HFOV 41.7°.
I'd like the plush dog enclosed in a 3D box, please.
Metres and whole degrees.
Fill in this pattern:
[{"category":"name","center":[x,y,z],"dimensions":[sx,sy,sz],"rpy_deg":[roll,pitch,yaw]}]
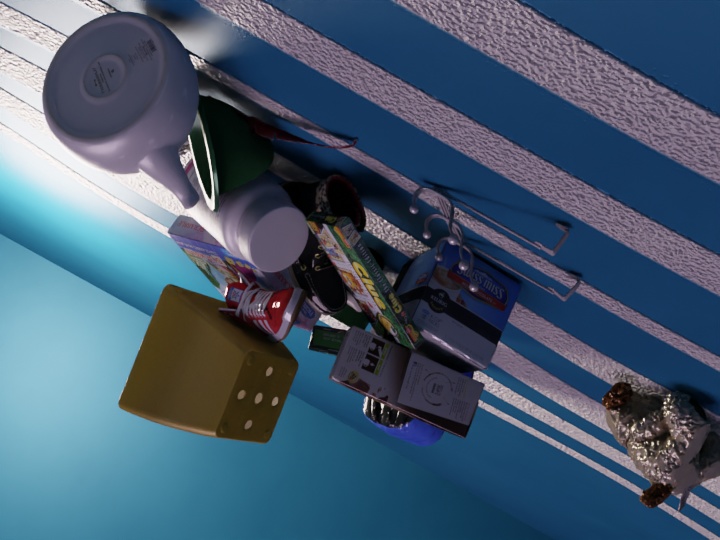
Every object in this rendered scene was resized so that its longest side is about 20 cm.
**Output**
[{"category":"plush dog","center":[0.446,0.255,1.451],"dimensions":[0.200,0.160,0.172],"rpy_deg":[44,-177,-41]}]

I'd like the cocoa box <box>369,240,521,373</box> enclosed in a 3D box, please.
[{"category":"cocoa box","center":[0.117,0.060,1.359],"dimensions":[0.132,0.133,0.200],"rpy_deg":[31,163,-9]}]

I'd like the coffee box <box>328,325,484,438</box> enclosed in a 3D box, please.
[{"category":"coffee box","center":[0.061,0.154,1.307],"dimensions":[0.197,0.081,0.113],"rpy_deg":[24,172,-1]}]

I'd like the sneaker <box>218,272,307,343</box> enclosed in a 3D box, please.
[{"category":"sneaker","center":[-0.145,0.047,1.375],"dimensions":[0.111,0.072,0.200],"rpy_deg":[31,160,-5]}]

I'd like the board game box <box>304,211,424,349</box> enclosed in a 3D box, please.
[{"category":"board game box","center":[0.005,0.012,1.236],"dimensions":[0.104,0.023,0.202],"rpy_deg":[11,137,60]}]

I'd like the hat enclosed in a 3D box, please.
[{"category":"hat","center":[-0.124,-0.170,1.222],"dimensions":[0.173,0.203,0.167],"rpy_deg":[-14,149,-15]}]

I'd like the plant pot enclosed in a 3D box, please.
[{"category":"plant pot","center":[-0.215,0.162,1.449],"dimensions":[0.174,0.203,0.199],"rpy_deg":[22,179,36]}]

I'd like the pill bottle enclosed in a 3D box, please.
[{"category":"pill bottle","center":[-0.162,-0.085,1.305],"dimensions":[0.199,0.114,0.113],"rpy_deg":[38,176,44]}]

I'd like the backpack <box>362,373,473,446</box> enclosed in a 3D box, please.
[{"category":"backpack","center":[0.114,0.216,1.719],"dimensions":[0.167,0.203,0.161],"rpy_deg":[38,160,-34]}]

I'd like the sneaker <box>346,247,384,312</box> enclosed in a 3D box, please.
[{"category":"sneaker","center":[0.000,0.000,1.497],"dimensions":[0.074,0.085,0.200],"rpy_deg":[31,-172,-13]}]

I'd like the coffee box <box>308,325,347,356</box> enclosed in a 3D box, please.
[{"category":"coffee box","center":[0.011,0.125,1.544],"dimensions":[0.121,0.045,0.199],"rpy_deg":[10,177,26]}]

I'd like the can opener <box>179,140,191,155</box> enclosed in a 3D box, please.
[{"category":"can opener","center":[-0.286,-0.193,1.411],"dimensions":[0.199,0.052,0.068],"rpy_deg":[-7,108,61]}]

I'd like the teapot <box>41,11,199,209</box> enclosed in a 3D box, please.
[{"category":"teapot","center":[-0.270,-0.197,1.123],"dimensions":[0.194,0.204,0.146],"rpy_deg":[11,165,19]}]

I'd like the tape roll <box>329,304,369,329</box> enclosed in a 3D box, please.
[{"category":"tape roll","center":[-0.065,0.029,1.600],"dimensions":[0.198,0.049,0.200],"rpy_deg":[33,-178,-1]}]

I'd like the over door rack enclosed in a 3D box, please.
[{"category":"over door rack","center":[0.161,-0.022,1.158],"dimensions":[0.197,0.067,0.148],"rpy_deg":[20,163,26]}]

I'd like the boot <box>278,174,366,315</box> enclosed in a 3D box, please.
[{"category":"boot","center":[-0.044,-0.034,1.320],"dimensions":[0.153,0.073,0.207],"rpy_deg":[-6,107,57]}]

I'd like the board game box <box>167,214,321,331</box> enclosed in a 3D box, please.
[{"category":"board game box","center":[-0.182,0.004,1.488],"dimensions":[0.198,0.041,0.200],"rpy_deg":[14,151,42]}]
